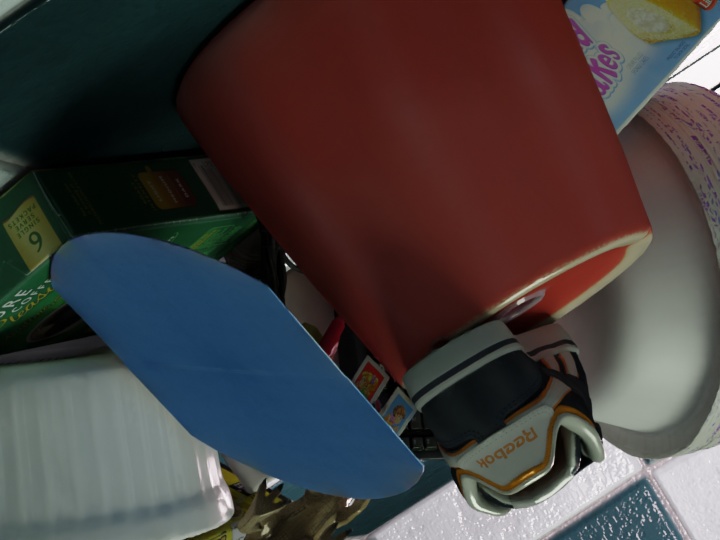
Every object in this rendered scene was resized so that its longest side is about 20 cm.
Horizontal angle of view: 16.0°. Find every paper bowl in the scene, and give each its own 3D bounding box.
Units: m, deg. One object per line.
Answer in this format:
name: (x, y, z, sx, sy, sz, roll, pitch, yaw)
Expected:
paper bowl: (0.149, 0.003, 1.394, 0.104, 0.202, 0.201, -11, 161, -27)

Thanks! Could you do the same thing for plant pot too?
plant pot: (0.036, -0.054, 1.225, 0.200, 0.178, 0.201, -29, 169, -6)

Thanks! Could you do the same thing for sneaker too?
sneaker: (0.074, 0.074, 1.220, 0.078, 0.080, 0.200, -34, 170, 12)

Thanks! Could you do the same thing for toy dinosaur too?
toy dinosaur: (-0.044, 0.149, 1.398, 0.200, 0.058, 0.101, -36, 173, -25)

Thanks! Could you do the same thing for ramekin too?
ramekin: (-0.169, 0.090, 1.334, 0.199, 0.099, 0.200, -5, -176, 0)

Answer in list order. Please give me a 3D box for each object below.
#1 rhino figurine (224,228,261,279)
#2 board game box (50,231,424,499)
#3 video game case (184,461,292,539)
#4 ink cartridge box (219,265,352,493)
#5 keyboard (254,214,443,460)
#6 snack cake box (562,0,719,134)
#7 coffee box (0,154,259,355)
rhino figurine: (-0.022, -0.041, 1.435, 0.200, 0.060, 0.087, -35, 171, 25)
board game box: (-0.052, 0.033, 1.205, 0.157, 0.200, 0.039, 2, -129, 45)
video game case: (-0.171, 0.129, 1.494, 0.180, 0.199, 0.026, -18, 125, -50)
ink cartridge box: (-0.007, 0.037, 1.442, 0.146, 0.083, 0.200, -33, 175, -21)
keyboard: (0.000, 0.000, 1.329, 0.126, 0.202, 0.021, -2, 168, -21)
snack cake box: (0.155, -0.157, 1.270, 0.115, 0.067, 0.200, -58, -178, -28)
coffee box: (-0.138, -0.008, 1.303, 0.123, 0.044, 0.200, -38, 168, 28)
